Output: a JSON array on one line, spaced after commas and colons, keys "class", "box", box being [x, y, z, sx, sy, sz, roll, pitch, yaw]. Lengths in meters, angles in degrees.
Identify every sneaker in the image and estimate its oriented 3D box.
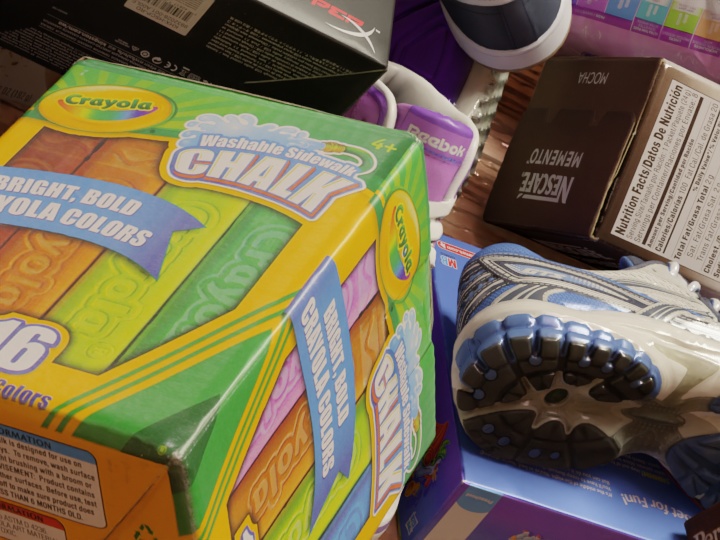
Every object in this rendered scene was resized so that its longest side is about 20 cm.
[{"class": "sneaker", "box": [0.122, 0.034, 0.818, 0.199, 0.077, 0.085, 19, 35, -25]}, {"class": "sneaker", "box": [0.028, -0.186, 0.874, 0.109, 0.070, 0.200, 53, 13, -69]}, {"class": "sneaker", "box": [0.019, -0.108, 0.944, 0.099, 0.070, 0.201, 19, 66, 6]}, {"class": "sneaker", "box": [-0.001, 0.000, 0.795, 0.072, 0.114, 0.201, 20, 40, -24]}]

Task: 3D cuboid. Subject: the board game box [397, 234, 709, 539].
[{"class": "board game box", "box": [0.106, 0.073, 0.860, 0.199, 0.045, 0.135, 20, 39, -23]}]

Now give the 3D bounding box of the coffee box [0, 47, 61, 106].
[{"class": "coffee box", "box": [-0.115, -0.128, 0.840, 0.199, 0.113, 0.080, 14, 41, -30]}]

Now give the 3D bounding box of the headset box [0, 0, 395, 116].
[{"class": "headset box", "box": [-0.060, -0.155, 0.757, 0.148, 0.075, 0.200, 24, 50, -22]}]

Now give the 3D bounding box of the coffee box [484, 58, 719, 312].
[{"class": "coffee box", "box": [0.171, -0.018, 0.936, 0.200, 0.080, 0.113, 23, -2, -19]}]

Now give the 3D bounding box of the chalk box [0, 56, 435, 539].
[{"class": "chalk box", "box": [-0.054, 0.023, 0.654, 0.124, 0.124, 0.200, 13, 41, 20]}]

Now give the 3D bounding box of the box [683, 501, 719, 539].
[{"class": "box", "box": [0.181, 0.163, 0.736, 0.075, 0.100, 0.201, 13, 56, -29]}]

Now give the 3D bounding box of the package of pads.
[{"class": "package of pads", "box": [0.163, -0.112, 1.003, 0.200, 0.076, 0.120, 22, 0, 35]}]
